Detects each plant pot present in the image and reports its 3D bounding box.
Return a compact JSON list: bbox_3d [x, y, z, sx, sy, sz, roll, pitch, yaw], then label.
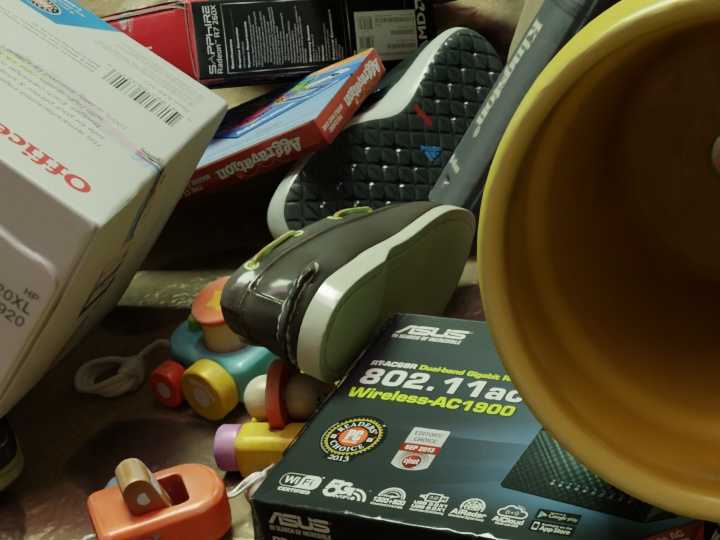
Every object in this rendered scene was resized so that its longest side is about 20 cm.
[{"bbox_3d":[0.155,-0.027,0.786,0.199,0.203,0.189,-5,15,12],"label":"plant pot"}]

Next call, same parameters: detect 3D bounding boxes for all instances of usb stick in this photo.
[{"bbox_3d":[0.096,-0.106,1.068,0.032,0.201,0.056,23,17,-25],"label":"usb stick"}]

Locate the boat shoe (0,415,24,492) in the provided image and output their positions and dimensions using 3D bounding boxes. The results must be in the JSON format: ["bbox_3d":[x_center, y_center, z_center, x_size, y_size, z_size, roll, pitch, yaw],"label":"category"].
[{"bbox_3d":[-0.238,0.055,1.015,0.071,0.067,0.200,-23,33,-24],"label":"boat shoe"}]

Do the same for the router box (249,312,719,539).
[{"bbox_3d":[0.073,0.091,0.848,0.198,0.063,0.150,6,33,27],"label":"router box"}]

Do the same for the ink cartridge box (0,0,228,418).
[{"bbox_3d":[-0.185,-0.040,0.989,0.147,0.145,0.200,34,25,1],"label":"ink cartridge box"}]

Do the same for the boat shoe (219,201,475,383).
[{"bbox_3d":[0.000,0.000,0.968,0.060,0.072,0.201,19,17,19],"label":"boat shoe"}]

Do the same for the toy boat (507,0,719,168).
[{"bbox_3d":[0.178,-0.113,1.120,0.130,0.132,0.200,9,20,-25],"label":"toy boat"}]

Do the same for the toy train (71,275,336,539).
[{"bbox_3d":[-0.084,0.066,0.954,0.149,0.056,0.200,-15,31,-5],"label":"toy train"}]

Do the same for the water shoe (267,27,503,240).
[{"bbox_3d":[0.010,-0.063,1.142,0.200,0.072,0.079,-43,10,-33],"label":"water shoe"}]

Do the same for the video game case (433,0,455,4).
[{"bbox_3d":[0.015,-0.188,1.252,0.180,0.024,0.200,-5,3,-24],"label":"video game case"}]

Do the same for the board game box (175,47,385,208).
[{"bbox_3d":[-0.086,-0.068,1.141,0.199,0.020,0.103,-20,21,30],"label":"board game box"}]

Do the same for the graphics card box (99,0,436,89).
[{"bbox_3d":[-0.064,-0.139,1.201,0.199,0.051,0.125,-12,6,-43],"label":"graphics card box"}]
